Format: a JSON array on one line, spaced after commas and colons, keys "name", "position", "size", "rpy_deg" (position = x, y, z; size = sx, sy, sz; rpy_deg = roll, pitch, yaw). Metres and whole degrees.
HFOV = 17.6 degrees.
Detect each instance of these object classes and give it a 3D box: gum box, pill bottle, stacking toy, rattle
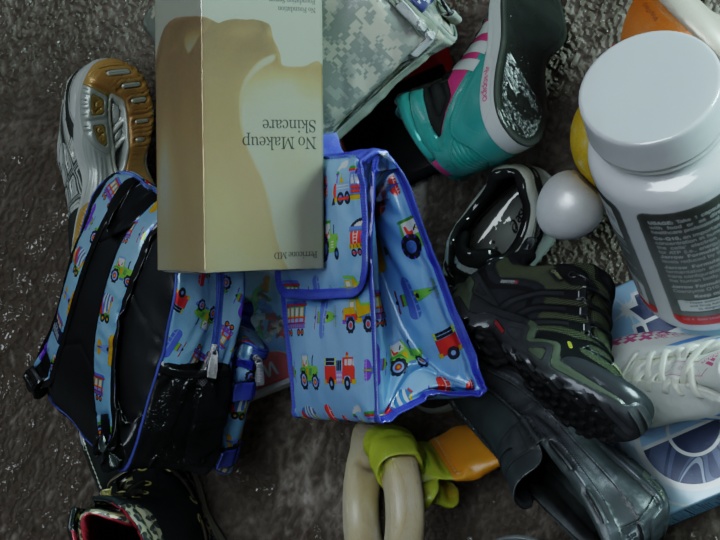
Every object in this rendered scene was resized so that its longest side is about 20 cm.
[{"name": "gum box", "position": [0.232, 0.084, 1.661], "size": [0.199, 0.045, 0.171], "rpy_deg": [-25, 70, 15]}, {"name": "pill bottle", "position": [0.217, -0.060, 1.559], "size": [0.113, 0.201, 0.115], "rpy_deg": [-12, 51, 14]}, {"name": "stacking toy", "position": [0.198, -0.103, 1.670], "size": [0.200, 0.146, 0.146], "rpy_deg": [-46, 65, 12]}, {"name": "rattle", "position": [0.051, 0.211, 1.716], "size": [0.130, 0.142, 0.202], "rpy_deg": [2, 94, 55]}]

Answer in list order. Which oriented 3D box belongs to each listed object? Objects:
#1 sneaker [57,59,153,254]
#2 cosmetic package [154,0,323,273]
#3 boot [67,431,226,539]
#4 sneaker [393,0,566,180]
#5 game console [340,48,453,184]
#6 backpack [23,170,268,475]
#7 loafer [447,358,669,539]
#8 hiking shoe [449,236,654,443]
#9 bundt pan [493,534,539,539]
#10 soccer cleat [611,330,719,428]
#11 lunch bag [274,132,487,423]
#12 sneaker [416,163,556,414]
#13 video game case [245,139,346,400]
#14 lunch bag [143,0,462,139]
[{"name": "sneaker", "position": [-0.204, -0.068, 1.864], "size": [0.087, 0.075, 0.202], "rpy_deg": [10, 97, 62]}, {"name": "cosmetic package", "position": [-0.084, -0.099, 1.617], "size": [0.071, 0.104, 0.202], "rpy_deg": [3, 96, 57]}, {"name": "boot", "position": [-0.175, 0.173, 1.749], "size": [0.073, 0.154, 0.204], "rpy_deg": [-38, 67, 10]}, {"name": "sneaker", "position": [0.086, -0.141, 1.742], "size": [0.120, 0.084, 0.201], "rpy_deg": [-28, 30, 35]}, {"name": "game console", "position": [-0.020, -0.134, 1.829], "size": [0.199, 0.031, 0.178], "rpy_deg": [-23, 76, 17]}, {"name": "backpack", "position": [-0.149, 0.034, 1.734], "size": [0.182, 0.134, 0.202], "rpy_deg": [34, 114, 54]}, {"name": "loafer", "position": [0.127, 0.132, 1.624], "size": [0.070, 0.068, 0.200], "rpy_deg": [-30, 52, -31]}, {"name": "hiking shoe", "position": [0.144, 0.039, 1.600], "size": [0.101, 0.076, 0.200], "rpy_deg": [-42, 46, -10]}, {"name": "bundt pan", "position": [0.109, 0.289, 1.598], "size": [0.200, 0.076, 0.204], "rpy_deg": [6, 109, 16]}, {"name": "soccer cleat", "position": [0.226, 0.070, 1.594], "size": [0.198, 0.086, 0.071], "rpy_deg": [-4, 76, 22]}, {"name": "lunch bag", "position": [0.000, 0.000, 1.653], "size": [0.093, 0.150, 0.202], "rpy_deg": [-14, 93, -25]}, {"name": "sneaker", "position": [0.078, 0.008, 1.720], "size": [0.075, 0.088, 0.201], "rpy_deg": [25, 90, 23]}, {"name": "video game case", "position": [-0.059, -0.016, 1.803], "size": [0.142, 0.017, 0.202], "rpy_deg": [-22, 76, 17]}, {"name": "lunch bag", "position": [-0.037, -0.179, 1.733], "size": [0.200, 0.139, 0.168], "rpy_deg": [-42, 70, 19]}]
